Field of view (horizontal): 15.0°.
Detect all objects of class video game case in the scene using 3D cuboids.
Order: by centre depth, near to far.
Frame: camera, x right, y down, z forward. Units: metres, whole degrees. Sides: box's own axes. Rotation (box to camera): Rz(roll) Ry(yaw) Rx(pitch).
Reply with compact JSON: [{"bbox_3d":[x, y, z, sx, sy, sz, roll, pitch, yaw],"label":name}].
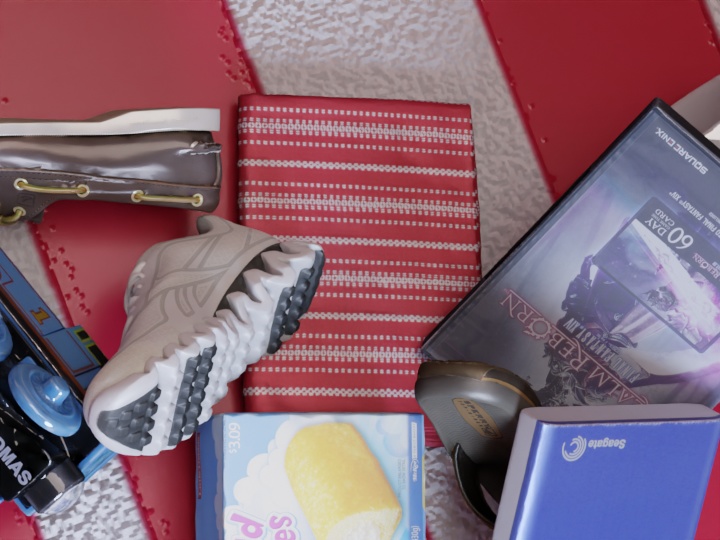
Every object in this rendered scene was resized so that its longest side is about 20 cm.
[{"bbox_3d":[0.150,0.021,1.500,0.143,0.019,0.200,40,114,-7],"label":"video game case"}]

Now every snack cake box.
[{"bbox_3d":[-0.028,0.177,1.471,0.115,0.067,0.200,1,85,-17],"label":"snack cake box"}]

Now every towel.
[{"bbox_3d":[0.000,0.000,1.551,0.144,0.022,0.200,2,78,-17],"label":"towel"}]

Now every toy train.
[{"bbox_3d":[-0.203,0.040,1.427,0.087,0.114,0.200,-42,83,18],"label":"toy train"}]

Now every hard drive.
[{"bbox_3d":[0.122,0.171,1.483,0.132,0.025,0.200,1,108,-36],"label":"hard drive"}]

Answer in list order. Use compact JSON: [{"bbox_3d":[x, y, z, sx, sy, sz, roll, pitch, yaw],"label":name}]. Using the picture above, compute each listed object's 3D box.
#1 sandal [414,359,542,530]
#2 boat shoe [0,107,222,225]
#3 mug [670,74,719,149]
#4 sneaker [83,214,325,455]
[{"bbox_3d":[0.089,0.114,1.486,0.200,0.082,0.055,50,45,-48],"label":"sandal"},{"bbox_3d":[-0.174,-0.055,1.484,0.200,0.072,0.060,-4,95,-12],"label":"boat shoe"},{"bbox_3d":[0.248,-0.027,1.571,0.200,0.148,0.175,-41,99,-29],"label":"mug"},{"bbox_3d":[-0.097,0.031,1.443,0.081,0.075,0.200,29,34,13],"label":"sneaker"}]
